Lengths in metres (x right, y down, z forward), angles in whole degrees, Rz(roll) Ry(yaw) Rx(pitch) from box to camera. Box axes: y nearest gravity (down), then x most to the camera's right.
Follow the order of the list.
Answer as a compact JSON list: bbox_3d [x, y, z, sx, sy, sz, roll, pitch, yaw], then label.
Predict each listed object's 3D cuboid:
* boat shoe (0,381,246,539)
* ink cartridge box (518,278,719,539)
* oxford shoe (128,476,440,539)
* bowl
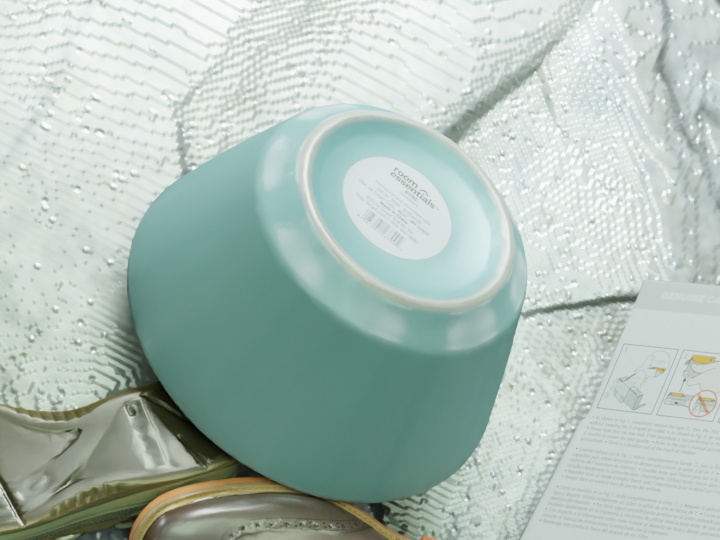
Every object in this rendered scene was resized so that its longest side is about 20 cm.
[{"bbox_3d":[-0.151,0.099,1.341,0.200,0.063,0.073,-13,60,-18],"label":"boat shoe"},{"bbox_3d":[0.191,0.094,1.379,0.045,0.200,0.176,49,59,-39],"label":"ink cartridge box"},{"bbox_3d":[-0.011,0.150,1.335,0.200,0.073,0.071,15,112,-18],"label":"oxford shoe"},{"bbox_3d":[0.000,0.000,1.361,0.201,0.105,0.201,17,49,-21],"label":"bowl"}]
